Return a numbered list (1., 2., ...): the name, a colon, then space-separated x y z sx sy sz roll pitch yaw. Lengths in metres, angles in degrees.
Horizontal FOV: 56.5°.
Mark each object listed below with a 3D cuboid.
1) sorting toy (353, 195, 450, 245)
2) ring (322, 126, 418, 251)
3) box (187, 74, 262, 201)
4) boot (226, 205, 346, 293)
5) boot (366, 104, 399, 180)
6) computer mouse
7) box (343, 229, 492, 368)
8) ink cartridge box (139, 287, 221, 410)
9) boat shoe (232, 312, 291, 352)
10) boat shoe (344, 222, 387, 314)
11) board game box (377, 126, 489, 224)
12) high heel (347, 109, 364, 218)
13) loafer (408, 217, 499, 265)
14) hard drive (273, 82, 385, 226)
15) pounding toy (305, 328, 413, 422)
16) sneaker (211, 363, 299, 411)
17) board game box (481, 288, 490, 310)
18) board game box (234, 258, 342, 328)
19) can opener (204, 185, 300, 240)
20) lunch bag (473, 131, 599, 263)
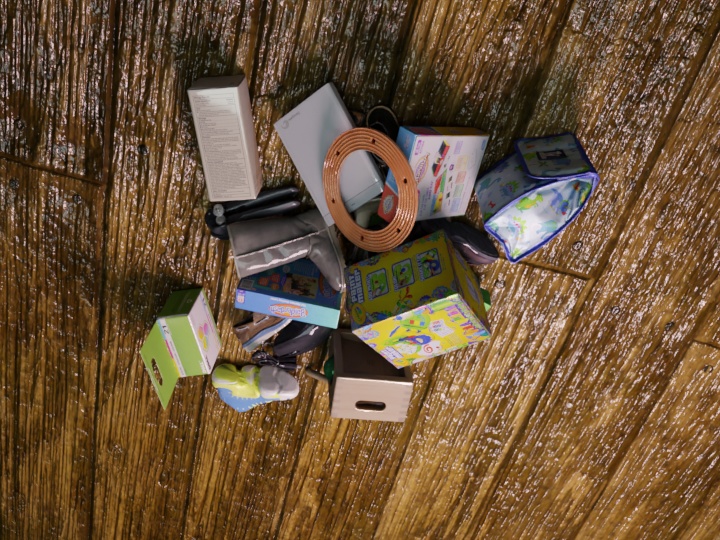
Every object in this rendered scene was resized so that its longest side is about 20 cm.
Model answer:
1. sorting toy: 0.088 -0.055 1.289 0.179 0.037 0.205 -9 118 9
2. ring: 0.015 -0.131 1.094 0.197 0.019 0.206 19 120 36
3. box: -0.236 -0.234 1.190 0.092 0.078 0.205 -1 119 5
4. boot: -0.135 -0.022 1.241 0.195 0.073 0.187 -17 81 -19
5. boot: 0.060 -0.176 1.152 0.076 0.139 0.202 -28 106 16
6. computer mouse: -0.118 0.146 1.382 0.200 0.053 0.137 -44 145 17
7. box: 0.101 0.058 1.151 0.188 0.125 0.200 -20 148 18
8. ink cartridge box: -0.355 0.155 1.346 0.073 0.202 0.151 -7 120 8
9. boat shoe: -0.188 0.088 1.371 0.199 0.073 0.073 -40 103 19
10. boat shoe: 0.000 0.000 1.266 0.063 0.072 0.204 -3 129 -36
11. board game box: 0.127 -0.165 1.144 0.197 0.040 0.157 -10 124 -43
12. high heel: -0.020 -0.179 1.206 0.140 0.072 0.203 -22 107 23
13. loafer: 0.174 -0.050 1.251 0.196 0.073 0.063 20 129 -33
14. hard drive: -0.052 -0.198 1.158 0.130 0.027 0.204 -28 92 26
15. pounding toy: -0.009 0.219 1.382 0.194 0.186 0.146 5 120 -9
16. sneaker: -0.230 0.265 1.481 0.194 0.077 0.107 12 132 6
17. board game box: 0.133 0.063 1.313 0.196 0.041 0.154 25 127 -19
18. board game box: -0.129 0.031 1.289 0.194 0.153 0.046 12 121 -2
19. can opener: -0.207 -0.118 1.274 0.195 0.078 0.065 -21 77 12
20. lunch bag: 0.301 -0.141 1.149 0.198 0.172 0.128 -33 116 21
